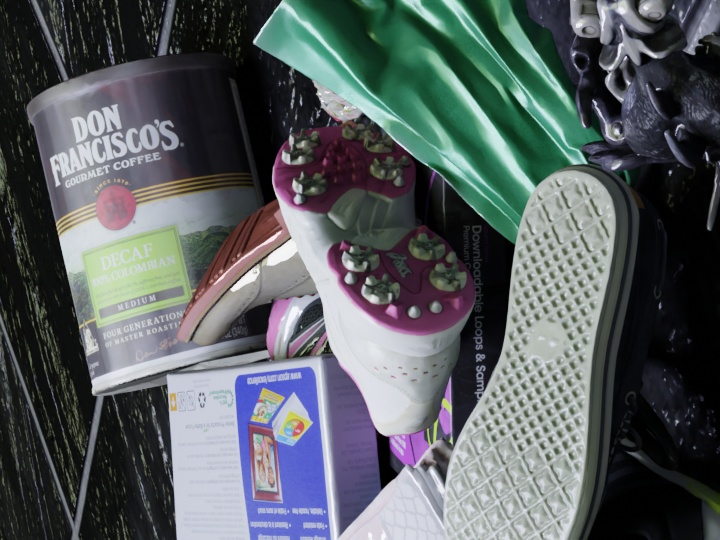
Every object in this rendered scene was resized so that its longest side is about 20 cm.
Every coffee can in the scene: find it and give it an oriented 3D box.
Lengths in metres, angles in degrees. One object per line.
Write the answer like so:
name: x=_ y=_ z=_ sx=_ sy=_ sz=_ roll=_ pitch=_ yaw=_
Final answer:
coffee can: x=-0.133 y=-0.030 z=1.248 sx=0.146 sy=0.145 sz=0.202 roll=-25 pitch=78 yaw=66

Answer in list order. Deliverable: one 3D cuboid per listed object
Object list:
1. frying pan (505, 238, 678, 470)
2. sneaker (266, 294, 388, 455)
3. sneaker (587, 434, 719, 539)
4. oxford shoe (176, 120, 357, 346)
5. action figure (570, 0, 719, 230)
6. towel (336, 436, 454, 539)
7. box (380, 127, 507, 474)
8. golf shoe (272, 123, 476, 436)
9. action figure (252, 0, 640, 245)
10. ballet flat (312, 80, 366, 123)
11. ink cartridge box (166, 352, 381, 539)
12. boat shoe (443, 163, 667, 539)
frying pan: x=0.103 y=0.014 z=0.863 sx=0.190 sy=0.031 sz=0.116 roll=-160 pitch=63 yaw=-65
sneaker: x=-0.020 y=0.104 z=1.135 sx=0.086 sy=0.080 sz=0.202 roll=40 pitch=136 yaw=54
sneaker: x=0.111 y=0.120 z=0.834 sx=0.200 sy=0.082 sz=0.072 roll=-177 pitch=77 yaw=-66
oxford shoe: x=-0.039 y=-0.002 z=1.074 sx=0.200 sy=0.074 sz=0.071 roll=-41 pitch=18 yaw=43
action figure: x=0.118 y=-0.107 z=0.699 sx=0.118 sy=0.103 sz=0.200 roll=-1 pitch=142 yaw=39
towel: x=0.047 y=0.207 z=0.886 sx=0.201 sy=0.032 sz=0.191 roll=58 pitch=146 yaw=19
box: x=0.041 y=0.018 z=0.951 sx=0.143 sy=0.036 sz=0.202 roll=-151 pitch=59 yaw=-77
golf shoe: x=0.000 y=0.000 z=0.893 sx=0.201 sy=0.075 sz=0.092 roll=-110 pitch=18 yaw=-55
action figure: x=0.061 y=-0.074 z=0.834 sx=0.200 sy=0.118 sz=0.055 roll=47 pitch=-168 yaw=8
ballet flat: x=0.007 y=-0.131 z=0.978 sx=0.200 sy=0.063 sz=0.076 roll=154 pitch=127 yaw=-64
ink cartridge box: x=-0.051 y=0.155 z=1.091 sx=0.197 sy=0.047 sz=0.202 roll=-10 pitch=85 yaw=56
boat shoe: x=0.088 y=0.055 z=0.789 sx=0.074 sy=0.062 sz=0.202 roll=18 pitch=100 yaw=36
